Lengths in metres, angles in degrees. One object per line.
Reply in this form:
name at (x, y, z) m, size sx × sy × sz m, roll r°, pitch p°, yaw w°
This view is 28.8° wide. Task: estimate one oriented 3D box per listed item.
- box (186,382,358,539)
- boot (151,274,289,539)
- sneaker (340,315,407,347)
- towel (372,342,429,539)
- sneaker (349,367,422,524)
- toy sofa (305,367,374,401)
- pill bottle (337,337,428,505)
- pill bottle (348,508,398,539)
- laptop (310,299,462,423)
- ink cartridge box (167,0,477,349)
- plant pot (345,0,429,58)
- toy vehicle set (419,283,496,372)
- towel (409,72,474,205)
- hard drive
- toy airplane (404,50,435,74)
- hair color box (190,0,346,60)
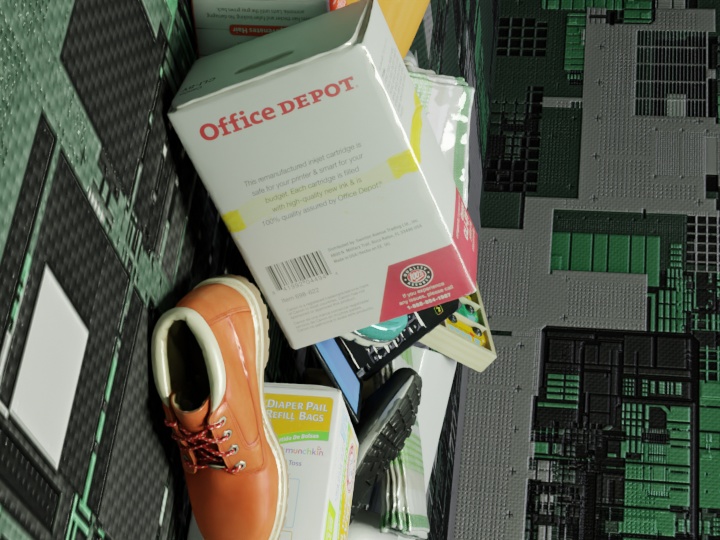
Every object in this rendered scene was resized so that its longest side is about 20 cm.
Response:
box at (-0.067, 0.197, 1.048) m, size 0.113 × 0.100 × 0.202 m, roll 74°, pitch 20°, yaw -62°
boot at (-0.100, 0.111, 0.940) m, size 0.107 × 0.074 × 0.203 m, roll -34°, pitch 118°, yaw -75°
sneaker at (-0.022, -0.028, 1.069) m, size 0.201 × 0.079 × 0.078 m, roll 56°, pitch 35°, yaw -15°
towel at (0.032, 0.142, 1.282) m, size 0.149 × 0.030 × 0.203 m, roll 54°, pitch 30°, yaw -75°
sneaker at (-0.028, 0.151, 1.167) m, size 0.201 × 0.087 × 0.076 m, roll -54°, pitch 158°, yaw -19°
toy sofa at (-0.023, 0.154, 1.320) m, size 0.200 × 0.096 × 0.084 m, roll -45°, pitch 137°, yaw -78°
pill bottle at (0.017, 0.142, 1.516) m, size 0.113 × 0.112 × 0.203 m, roll -49°, pitch 140°, yaw -75°
pill bottle at (-0.029, 0.324, 1.280) m, size 0.115 × 0.113 × 0.203 m, roll 69°, pitch 25°, yaw -68°
laptop at (0.000, 0.000, 1.161) m, size 0.199 × 0.103 × 0.179 m, roll -35°, pitch 100°, yaw -30°
ink cartridge box at (-0.020, -0.065, 0.959) m, size 0.084 × 0.143 × 0.202 m, roll -78°, pitch 147°, yaw -56°
plant pot at (-0.008, -0.260, 1.052) m, size 0.200 × 0.197 × 0.186 m, roll -64°, pitch 166°, yaw -68°
toy vehicle set at (0.048, 0.017, 1.432) m, size 0.027 × 0.199 × 0.125 m, roll -46°, pitch -147°, yaw 27°
towel at (0.032, -0.123, 1.381) m, size 0.198 × 0.030 × 0.152 m, roll 2°, pitch 90°, yaw -40°
hard drive at (0.051, 0.182, 1.425) m, size 0.132 × 0.026 × 0.203 m, roll 23°, pitch 79°, yaw -71°
toy airplane at (0.047, -0.147, 1.520) m, size 0.200 × 0.139 × 0.202 m, roll 48°, pitch 36°, yaw -68°
hair color box at (-0.063, -0.192, 0.970) m, size 0.062 × 0.100 × 0.202 m, roll -73°, pitch 164°, yaw -54°
